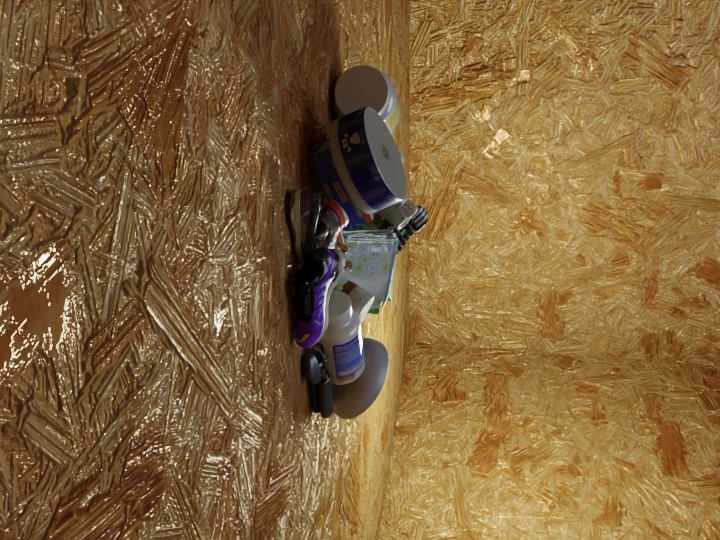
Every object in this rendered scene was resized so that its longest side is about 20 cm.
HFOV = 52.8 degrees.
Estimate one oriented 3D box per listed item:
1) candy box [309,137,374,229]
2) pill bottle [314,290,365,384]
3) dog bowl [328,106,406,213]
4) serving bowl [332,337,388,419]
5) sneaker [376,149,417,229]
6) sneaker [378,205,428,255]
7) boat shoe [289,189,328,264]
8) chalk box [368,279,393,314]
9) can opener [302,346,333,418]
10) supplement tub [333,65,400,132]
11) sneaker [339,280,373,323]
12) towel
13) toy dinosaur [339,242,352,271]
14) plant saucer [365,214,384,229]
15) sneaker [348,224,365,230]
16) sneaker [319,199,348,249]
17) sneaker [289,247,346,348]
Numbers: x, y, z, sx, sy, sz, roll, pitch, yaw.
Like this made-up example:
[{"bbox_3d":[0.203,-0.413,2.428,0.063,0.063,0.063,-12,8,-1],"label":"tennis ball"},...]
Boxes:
[{"bbox_3d":[-0.025,-0.201,1.557,0.200,0.077,0.170,-67,136,-65],"label":"candy box"},{"bbox_3d":[-0.051,0.142,1.566,0.112,0.111,0.201,-77,167,-48],"label":"pill bottle"},{"bbox_3d":[0.018,-0.220,1.447,0.200,0.078,0.201,52,27,-41],"label":"dog bowl"},{"bbox_3d":[-0.025,0.242,1.694,0.066,0.200,0.201,32,49,-30],"label":"serving bowl"},{"bbox_3d":[0.093,-0.181,1.675,0.074,0.115,0.200,-40,160,-31],"label":"sneaker"},{"bbox_3d":[0.069,-0.095,1.808,0.076,0.200,0.115,58,-13,-28],"label":"sneaker"},{"bbox_3d":[-0.092,-0.074,1.365,0.200,0.064,0.074,82,13,-58],"label":"boat shoe"},{"bbox_3d":[0.027,0.018,2.009,0.124,0.124,0.201,56,37,-77],"label":"chalk box"},{"bbox_3d":[-0.099,0.246,1.561,0.067,0.053,0.201,-35,137,-37],"label":"can opener"},{"bbox_3d":[0.016,-0.391,1.702,0.200,0.144,0.147,13,81,-82],"label":"supplement tub"},{"bbox_3d":[-0.032,0.091,1.655,0.073,0.085,0.200,-40,165,-39],"label":"sneaker"},{"bbox_3d":[0.000,0.000,1.703,0.048,0.170,0.201,31,-63,50],"label":"towel"},{"bbox_3d":[-0.060,-0.010,1.513,0.061,0.106,0.200,59,32,0],"label":"toy dinosaur"},{"bbox_3d":[0.005,-0.070,1.805,0.199,0.031,0.201,20,58,-36],"label":"plant saucer"},{"bbox_3d":[-0.014,-0.147,1.716,0.078,0.079,0.201,-46,131,-47],"label":"sneaker"},{"bbox_3d":[-0.082,-0.068,1.498,0.082,0.077,0.200,-39,161,-24],"label":"sneaker"},{"bbox_3d":[-0.103,0.048,1.370,0.099,0.069,0.201,8,101,-54],"label":"sneaker"}]
